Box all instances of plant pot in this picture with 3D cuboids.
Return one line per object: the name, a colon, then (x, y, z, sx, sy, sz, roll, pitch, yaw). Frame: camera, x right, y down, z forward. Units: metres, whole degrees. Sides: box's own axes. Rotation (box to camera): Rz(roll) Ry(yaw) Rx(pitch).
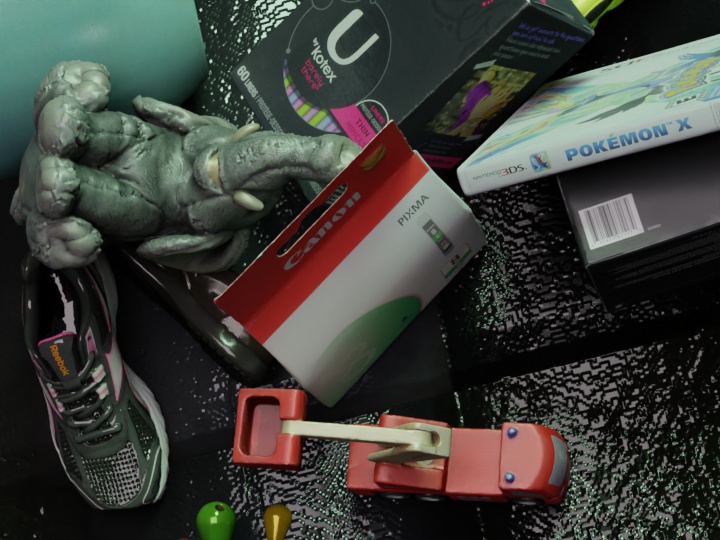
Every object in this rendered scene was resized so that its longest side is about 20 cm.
plant pot: (-0.194, -0.177, 1.473, 0.160, 0.201, 0.201, -13, 73, -4)

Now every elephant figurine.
elephant figurine: (-0.115, -0.055, 1.388, 0.199, 0.155, 0.142, 3, 119, -17)

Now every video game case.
video game case: (0.173, -0.107, 1.356, 0.182, 0.200, 0.022, -14, 105, 26)

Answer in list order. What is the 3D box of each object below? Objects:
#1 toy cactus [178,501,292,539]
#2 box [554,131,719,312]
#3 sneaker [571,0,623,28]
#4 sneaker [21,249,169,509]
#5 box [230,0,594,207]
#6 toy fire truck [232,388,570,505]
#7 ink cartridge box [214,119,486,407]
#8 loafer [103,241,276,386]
toy cactus: (-0.074, 0.254, 1.394, 0.165, 0.102, 0.200, -39, 80, 11)
box: (0.234, -0.050, 1.370, 0.199, 0.141, 0.079, -19, 71, 7)
sneaker: (0.154, -0.217, 1.465, 0.200, 0.074, 0.084, -42, 75, 0)
sneaker: (-0.195, 0.071, 1.457, 0.080, 0.086, 0.201, -23, 80, 7)
box: (0.033, -0.144, 1.422, 0.200, 0.106, 0.122, -43, 65, 19)
toy fire truck: (0.030, 0.114, 1.373, 0.199, 0.141, 0.049, 2, 76, 13)
ink cartridge box: (0.000, 0.000, 1.377, 0.050, 0.200, 0.161, 43, 88, 16)
loafer: (-0.119, -0.007, 1.480, 0.071, 0.073, 0.200, -43, 76, -11)
